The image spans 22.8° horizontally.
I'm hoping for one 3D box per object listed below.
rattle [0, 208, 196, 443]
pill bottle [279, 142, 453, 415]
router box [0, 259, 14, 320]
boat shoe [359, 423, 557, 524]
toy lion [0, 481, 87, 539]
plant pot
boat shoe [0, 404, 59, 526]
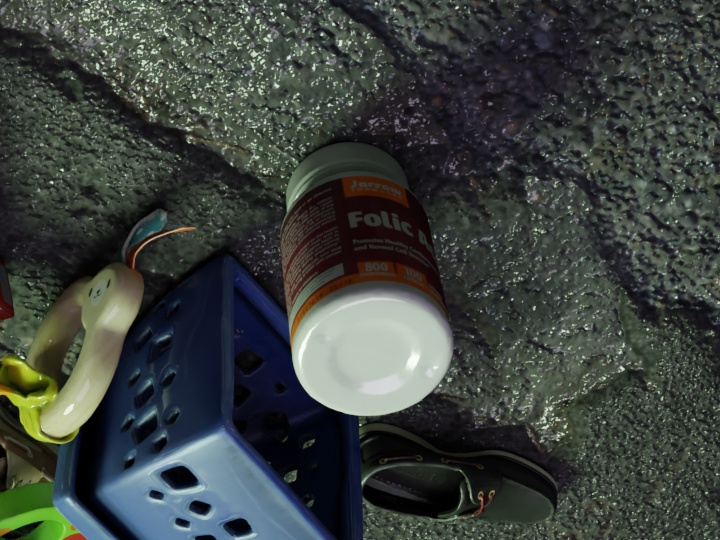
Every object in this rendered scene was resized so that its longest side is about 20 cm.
[{"bbox_3d":[-0.233,0.020,1.332,0.143,0.130,0.200,29,110,-13],"label":"rattle"},{"bbox_3d":[0.000,0.000,1.300,0.114,0.200,0.114,-4,128,-5],"label":"pill bottle"},{"bbox_3d":[-0.381,0.015,1.307,0.199,0.049,0.180,-16,160,6],"label":"router box"},{"bbox_3d":[0.082,0.190,1.543,0.201,0.063,0.074,17,121,-20],"label":"boat shoe"},{"bbox_3d":[-0.265,0.238,1.484,0.191,0.069,0.200,-20,146,-20],"label":"toy lion"},{"bbox_3d":[-0.123,0.143,1.401,0.179,0.200,0.200,-25,127,19],"label":"plant pot"},{"bbox_3d":[-0.303,0.157,1.463,0.076,0.072,0.200,-30,124,16],"label":"boat shoe"}]
